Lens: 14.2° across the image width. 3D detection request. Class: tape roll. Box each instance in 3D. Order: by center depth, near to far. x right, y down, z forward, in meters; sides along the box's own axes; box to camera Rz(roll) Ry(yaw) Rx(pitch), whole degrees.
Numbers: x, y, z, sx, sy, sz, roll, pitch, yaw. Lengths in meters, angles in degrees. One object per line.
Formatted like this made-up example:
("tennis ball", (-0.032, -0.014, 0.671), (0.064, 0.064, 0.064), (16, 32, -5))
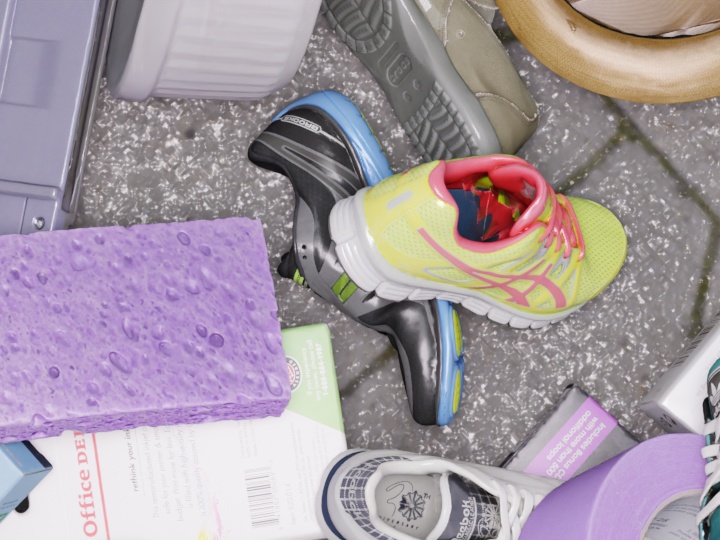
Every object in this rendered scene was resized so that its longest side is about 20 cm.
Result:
("tape roll", (0.171, 0.189, 1.501), (0.199, 0.066, 0.201), (20, 56, -31))

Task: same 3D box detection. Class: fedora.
("fedora", (0.169, -0.181, 1.618), (0.199, 0.082, 0.202), (0, 85, 4))

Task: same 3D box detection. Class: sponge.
("sponge", (-0.141, 0.031, 1.529), (0.199, 0.030, 0.112), (-4, 62, -16))

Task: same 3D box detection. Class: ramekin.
("ramekin", (-0.071, -0.184, 1.560), (0.094, 0.202, 0.204), (11, 84, -11))

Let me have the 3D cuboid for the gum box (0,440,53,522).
("gum box", (-0.292, 0.114, 1.558), (0.200, 0.045, 0.170), (-45, 80, 14))

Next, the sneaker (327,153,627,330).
("sneaker", (0.083, -0.022, 1.558), (0.199, 0.090, 0.079), (1, 62, -43))

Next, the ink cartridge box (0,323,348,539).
("ink cartridge box", (-0.108, 0.102, 1.591), (0.199, 0.067, 0.118), (-8, 86, -3))

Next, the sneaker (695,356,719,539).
("sneaker", (0.203, 0.090, 1.495), (0.080, 0.071, 0.200), (35, 49, -2))

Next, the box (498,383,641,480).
("box", (0.145, 0.182, 1.606), (0.200, 0.036, 0.143), (42, 85, 1))

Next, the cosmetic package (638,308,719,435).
("cosmetic package", (0.263, 0.102, 1.599), (0.200, 0.074, 0.102), (42, 85, 0))

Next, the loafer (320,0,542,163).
("loafer", (0.035, -0.141, 1.624), (0.069, 0.075, 0.201), (-24, 84, -35))

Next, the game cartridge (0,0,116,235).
("game cartridge", (-0.205, -0.110, 1.604), (0.129, 0.038, 0.201), (8, 84, 18))

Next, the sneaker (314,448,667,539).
("sneaker", (0.077, 0.139, 1.541), (0.199, 0.080, 0.077), (9, 78, -15))

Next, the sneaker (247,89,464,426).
("sneaker", (0.000, 0.000, 1.606), (0.082, 0.071, 0.200), (-27, 80, -1))
